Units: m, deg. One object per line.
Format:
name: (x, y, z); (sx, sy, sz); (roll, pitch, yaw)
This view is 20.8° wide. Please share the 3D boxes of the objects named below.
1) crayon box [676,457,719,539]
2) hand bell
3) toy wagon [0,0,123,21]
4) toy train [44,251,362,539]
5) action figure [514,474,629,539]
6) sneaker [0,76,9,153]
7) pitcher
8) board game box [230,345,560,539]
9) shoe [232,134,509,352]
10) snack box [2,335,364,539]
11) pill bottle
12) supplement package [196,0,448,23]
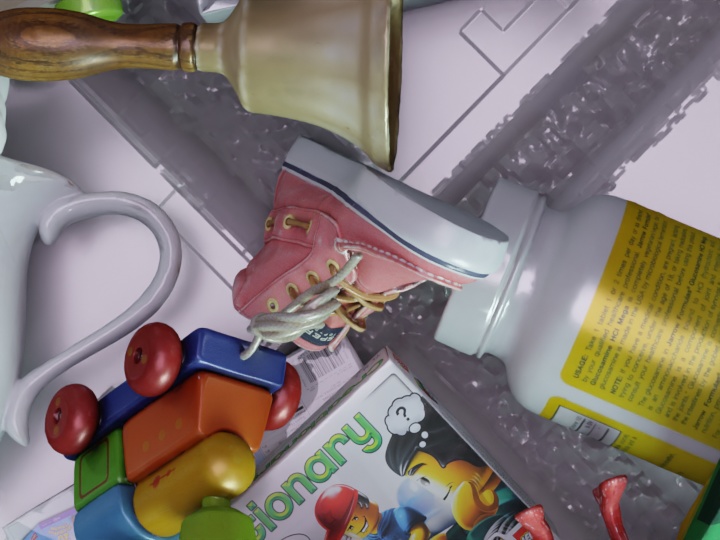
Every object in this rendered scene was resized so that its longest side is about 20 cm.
crayon box: (0.247, 0.133, 0.855); (0.199, 0.173, 0.058); (20, 58, 6)
hand bell: (-0.083, -0.097, 0.863); (0.199, 0.104, 0.105); (1, 88, 4)
toy wagon: (-0.150, -0.191, 0.943); (0.199, 0.039, 0.156); (-15, 87, 42)
toy train: (-0.062, 0.083, 0.878); (0.084, 0.200, 0.116); (19, 53, -35)
action figure: (0.128, 0.190, 0.858); (0.065, 0.099, 0.201); (-19, 78, -3)
sneaker: (-0.255, -0.072, 0.920); (0.199, 0.075, 0.089); (-10, 50, 10)
pitcher: (-0.193, 0.033, 0.955); (0.171, 0.121, 0.201); (21, 79, 7)
board game box: (-0.017, 0.152, 0.967); (0.200, 0.035, 0.126); (-44, 99, 3)
shoe: (0.000, 0.000, 0.915); (0.071, 0.200, 0.091); (23, 94, -24)
snack box: (-0.078, 0.109, 0.992); (0.199, 0.024, 0.072); (-31, 89, 1)
pill bottle: (0.142, 0.032, 0.941); (0.199, 0.112, 0.113); (23, 89, 3)
supplement package: (0.007, -0.210, 0.956); (0.199, 0.111, 0.157); (-13, 87, 3)
